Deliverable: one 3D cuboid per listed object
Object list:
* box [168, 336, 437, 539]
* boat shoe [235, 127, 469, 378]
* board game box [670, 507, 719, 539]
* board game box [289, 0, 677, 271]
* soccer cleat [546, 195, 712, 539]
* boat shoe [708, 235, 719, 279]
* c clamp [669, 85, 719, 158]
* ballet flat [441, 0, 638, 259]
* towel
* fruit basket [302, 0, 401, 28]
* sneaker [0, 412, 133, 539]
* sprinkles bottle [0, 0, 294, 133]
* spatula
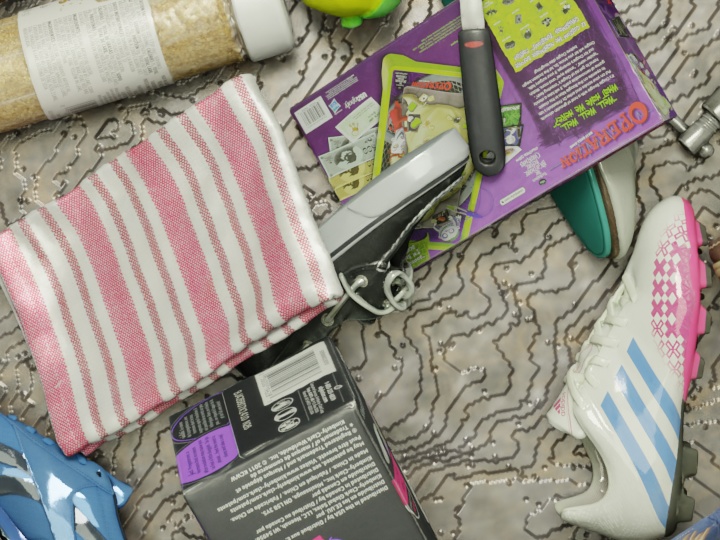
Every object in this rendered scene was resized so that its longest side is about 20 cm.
[{"bbox_3d":[-0.012,0.157,1.333,0.106,0.122,0.200,-27,109,1],"label":"box"},{"bbox_3d":[-0.001,0.001,1.369,0.199,0.074,0.068,-42,91,20],"label":"boat shoe"},{"bbox_3d":[0.151,0.230,1.269,0.200,0.035,0.136,-36,105,17],"label":"board game box"},{"bbox_3d":[0.066,-0.089,1.371,0.200,0.032,0.120,-30,83,28],"label":"board game box"},{"bbox_3d":[0.152,0.055,1.384,0.086,0.070,0.200,4,89,-1],"label":"soccer cleat"},{"bbox_3d":[0.265,-0.073,1.368,0.200,0.072,0.072,-38,87,-6],"label":"boat shoe"},{"bbox_3d":[0.272,-0.121,1.408,0.200,0.027,0.171,-39,88,-1],"label":"c clamp"},{"bbox_3d":[0.119,-0.105,1.400,0.069,0.069,0.200,-30,87,1],"label":"ballet flat"},{"bbox_3d":[-0.114,-0.002,1.367,0.200,0.030,0.147,-31,70,21],"label":"towel"},{"bbox_3d":[-0.020,-0.243,1.333,0.215,0.155,0.216,15,58,-26],"label":"fruit basket"},{"bbox_3d":[-0.185,0.122,1.401,0.078,0.066,0.200,-37,88,-11],"label":"sneaker"},{"bbox_3d":[-0.141,-0.132,1.401,0.200,0.068,0.068,-17,88,1],"label":"sprinkles bottle"},{"bbox_3d":[0.061,-0.149,1.330,0.056,0.021,0.200,-3,103,11],"label":"spatula"}]
